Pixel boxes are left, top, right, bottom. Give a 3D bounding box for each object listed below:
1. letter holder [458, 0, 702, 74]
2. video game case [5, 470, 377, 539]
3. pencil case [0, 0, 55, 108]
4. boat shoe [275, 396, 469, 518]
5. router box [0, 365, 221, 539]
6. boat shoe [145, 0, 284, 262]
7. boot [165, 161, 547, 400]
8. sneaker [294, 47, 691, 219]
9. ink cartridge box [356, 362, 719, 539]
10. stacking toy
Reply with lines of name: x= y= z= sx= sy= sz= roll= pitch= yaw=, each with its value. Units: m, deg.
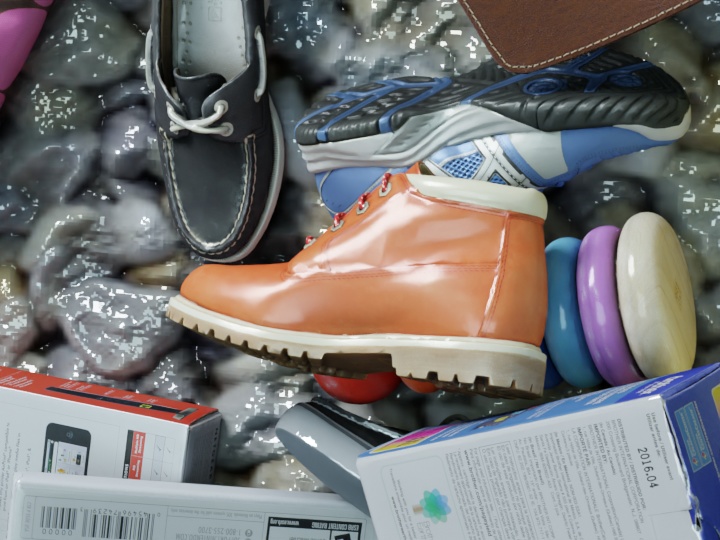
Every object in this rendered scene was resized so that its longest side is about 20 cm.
letter holder: x=0.129 y=-0.199 z=0.890 sx=0.199 sy=0.101 sz=0.143 roll=-26 pitch=105 yaw=28
video game case: x=-0.094 y=0.203 z=1.010 sx=0.198 sy=0.022 sz=0.184 roll=5 pitch=98 yaw=-12
pencil case: x=-0.214 y=-0.150 z=1.021 sx=0.093 sy=0.091 sz=0.201 roll=23 pitch=102 yaw=-23
boat shoe: x=0.054 y=0.111 z=0.975 sx=0.199 sy=0.070 sz=0.067 roll=29 pitch=72 yaw=8
router box: x=-0.178 y=0.161 z=1.062 sx=0.178 sy=0.049 sz=0.202 roll=11 pitch=99 yaw=16
boat shoe: x=-0.078 y=-0.103 z=0.997 sx=0.073 sy=0.060 sz=0.202 roll=8 pitch=98 yaw=15
boot: x=0.000 y=0.000 z=0.929 sx=0.198 sy=0.075 sz=0.109 roll=4 pitch=83 yaw=22
sneaker: x=0.069 y=-0.061 z=0.961 sx=0.198 sy=0.076 sz=0.078 roll=-6 pitch=116 yaw=18
ink cartridge box: x=0.111 y=0.124 z=0.853 sx=0.199 sy=0.076 sz=0.138 roll=-16 pitch=92 yaw=37
stacking toy: x=0.064 y=0.028 z=0.962 sx=0.198 sy=0.085 sz=0.086 roll=-10 pitch=93 yaw=22
